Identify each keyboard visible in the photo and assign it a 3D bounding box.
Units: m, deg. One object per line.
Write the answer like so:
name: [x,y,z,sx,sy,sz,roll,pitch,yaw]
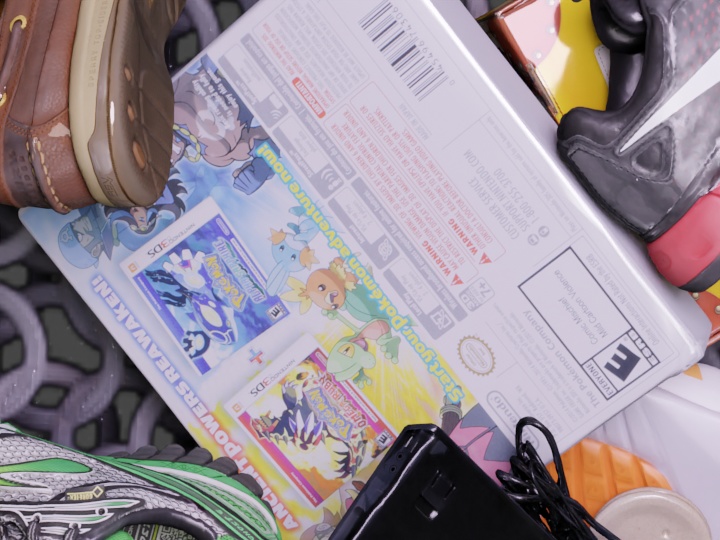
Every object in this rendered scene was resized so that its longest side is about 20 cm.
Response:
keyboard: [0.062,0.130,0.746,0.104,0.040,0.200,-51,120,-13]

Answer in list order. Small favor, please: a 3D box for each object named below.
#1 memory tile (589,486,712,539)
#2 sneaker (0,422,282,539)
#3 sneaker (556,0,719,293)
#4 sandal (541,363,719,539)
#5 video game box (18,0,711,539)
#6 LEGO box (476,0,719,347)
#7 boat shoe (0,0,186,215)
memory tile: [0.101,0.194,0.806,0.153,0.017,0.200,40,104,-8]
sneaker: [-0.119,0.092,0.714,0.198,0.085,0.079,5,101,-15]
sneaker: [0.138,-0.097,0.714,0.097,0.071,0.201,33,86,-3]
sandal: [0.137,0.078,0.808,0.205,0.059,0.080,16,116,5]
video game box: [0.000,0.000,0.761,0.182,0.047,0.201,-37,93,20]
LEGO box: [0.164,-0.082,0.793,0.199,0.077,0.150,-30,96,-3]
boat shoe: [-0.102,-0.103,0.729,0.067,0.072,0.201,-8,49,10]
